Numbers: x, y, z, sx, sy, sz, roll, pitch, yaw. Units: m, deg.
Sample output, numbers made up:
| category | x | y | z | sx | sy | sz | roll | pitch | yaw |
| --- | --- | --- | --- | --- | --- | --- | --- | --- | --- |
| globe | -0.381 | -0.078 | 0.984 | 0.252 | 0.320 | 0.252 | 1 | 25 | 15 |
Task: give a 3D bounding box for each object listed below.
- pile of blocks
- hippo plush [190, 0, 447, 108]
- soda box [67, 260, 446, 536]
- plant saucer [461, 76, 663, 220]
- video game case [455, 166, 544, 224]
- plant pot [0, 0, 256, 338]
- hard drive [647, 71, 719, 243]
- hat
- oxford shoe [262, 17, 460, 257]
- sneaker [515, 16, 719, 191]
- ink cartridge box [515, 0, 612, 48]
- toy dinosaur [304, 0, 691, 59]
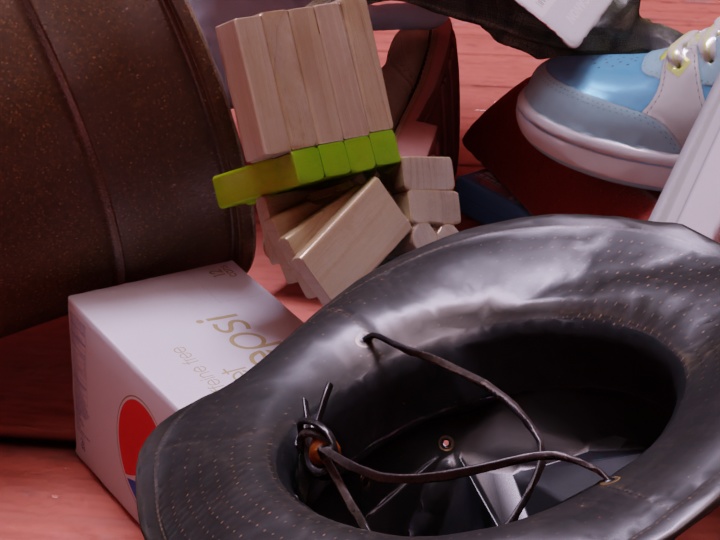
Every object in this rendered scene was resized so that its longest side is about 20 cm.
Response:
| category | x | y | z | sx | sy | sz | roll | pitch | yaw |
| --- | --- | --- | --- | --- | --- | --- | --- | --- | --- |
| pile of blocks | 0.000 | 0.000 | 0.925 | 0.062 | 0.201 | 0.082 | -15 | 22 | 50 |
| hippo plush | -0.106 | -0.132 | 1.146 | 0.199 | 0.162 | 0.159 | -2 | 31 | 45 |
| soda box | -0.028 | 0.067 | 0.892 | 0.068 | 0.064 | 0.200 | -13 | 29 | -25 |
| plant saucer | 0.167 | -0.047 | 1.125 | 0.199 | 0.037 | 0.200 | -9 | 27 | -17 |
| video game case | 0.161 | -0.034 | 1.158 | 0.199 | 0.018 | 0.143 | -17 | 29 | -32 |
| plant pot | -0.169 | -0.047 | 0.981 | 0.197 | 0.201 | 0.200 | -26 | 32 | -15 |
| hard drive | 0.113 | -0.008 | 0.917 | 0.026 | 0.132 | 0.200 | 22 | 45 | 8 |
| hat | 0.042 | 0.065 | 0.746 | 0.199 | 0.081 | 0.201 | -14 | 25 | 7 |
| oxford shoe | 0.003 | -0.059 | 1.151 | 0.073 | 0.071 | 0.200 | 1 | 25 | 8 |
| sneaker | 0.158 | -0.098 | 1.036 | 0.198 | 0.131 | 0.080 | 5 | 26 | 12 |
| ink cartridge box | 0.027 | -0.170 | 1.115 | 0.199 | 0.050 | 0.162 | 36 | 42 | 3 |
| toy dinosaur | 0.062 | -0.116 | 1.114 | 0.198 | 0.048 | 0.088 | 6 | 43 | -14 |
